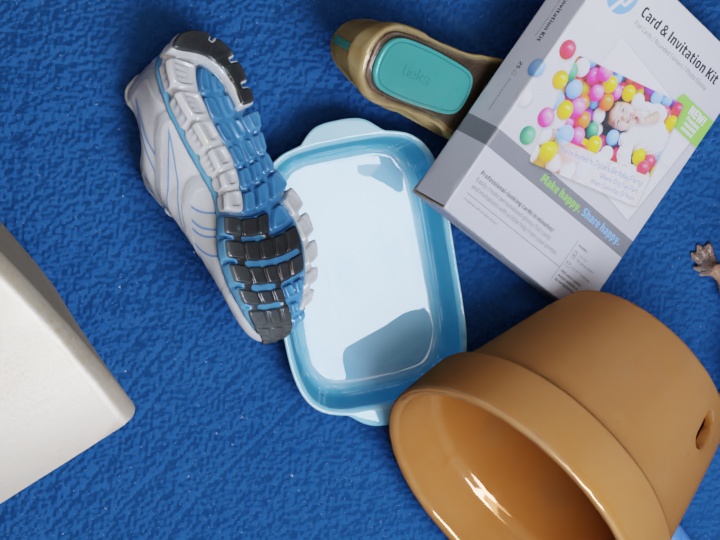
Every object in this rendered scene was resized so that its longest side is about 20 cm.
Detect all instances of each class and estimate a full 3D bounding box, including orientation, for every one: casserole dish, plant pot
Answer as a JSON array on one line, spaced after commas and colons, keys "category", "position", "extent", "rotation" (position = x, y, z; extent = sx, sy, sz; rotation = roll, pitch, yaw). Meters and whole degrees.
[{"category": "casserole dish", "position": [0.000, 0.000, 1.735], "extent": [0.121, 0.039, 0.201], "rotation": [-11, 98, -11]}, {"category": "plant pot", "position": [-0.281, 0.032, 1.570], "extent": [0.200, 0.200, 0.177], "rotation": [-32, 123, -7]}, {"category": "plant pot", "position": [0.137, 0.107, 1.696], "extent": [0.140, 0.200, 0.200], "rotation": [-44, 103, -25]}]

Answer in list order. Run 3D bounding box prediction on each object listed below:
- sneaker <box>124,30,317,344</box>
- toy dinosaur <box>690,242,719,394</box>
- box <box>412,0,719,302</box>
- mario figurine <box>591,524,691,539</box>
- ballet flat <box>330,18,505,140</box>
[{"category": "sneaker", "position": [-0.093, -0.046, 1.687], "extent": [0.075, 0.087, 0.200], "rotation": [-14, 82, -44]}, {"category": "toy dinosaur", "position": [0.278, 0.050, 1.747], "extent": [0.086, 0.136, 0.201], "rotation": [-2, 96, -11]}, {"category": "box", "position": [0.145, -0.091, 1.723], "extent": [0.156, 0.041, 0.200], "rotation": [37, 85, -40]}, {"category": "mario figurine", "position": [0.238, 0.230, 1.768], "extent": [0.200, 0.106, 0.123], "rotation": [43, 121, -5]}, {"category": "ballet flat", "position": [0.061, -0.116, 1.719], "extent": [0.200, 0.063, 0.069], "rotation": [27, 90, -40]}]
